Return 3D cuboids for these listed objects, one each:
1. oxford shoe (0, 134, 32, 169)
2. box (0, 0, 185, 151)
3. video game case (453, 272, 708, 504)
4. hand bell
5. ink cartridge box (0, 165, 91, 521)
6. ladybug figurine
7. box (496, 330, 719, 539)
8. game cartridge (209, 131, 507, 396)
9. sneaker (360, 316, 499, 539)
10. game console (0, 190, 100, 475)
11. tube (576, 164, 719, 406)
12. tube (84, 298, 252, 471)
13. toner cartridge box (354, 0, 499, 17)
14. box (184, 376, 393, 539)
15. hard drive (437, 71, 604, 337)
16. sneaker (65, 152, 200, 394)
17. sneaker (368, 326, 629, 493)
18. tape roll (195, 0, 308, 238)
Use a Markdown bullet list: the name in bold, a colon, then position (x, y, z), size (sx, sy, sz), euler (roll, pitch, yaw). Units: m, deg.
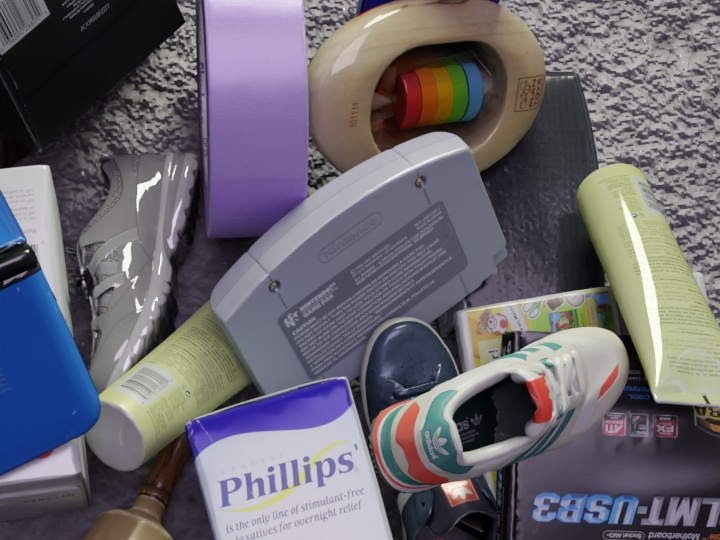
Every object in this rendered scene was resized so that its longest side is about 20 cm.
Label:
- **oxford shoe**: position (-0.221, -0.156, 1.158), size (0.200, 0.071, 0.075), euler (-41, 76, -18)
- **box**: position (-0.248, -0.196, 1.086), size (0.199, 0.125, 0.149), euler (25, 59, 36)
- **video game case**: position (0.167, 0.113, 1.125), size (0.180, 0.023, 0.202), euler (-9, 88, -10)
- **hand bell**: position (-0.136, 0.144, 1.080), size (0.103, 0.104, 0.201), euler (22, 59, 0)
- **ink cartridge box**: position (-0.258, 0.057, 1.045), size (0.145, 0.146, 0.202), euler (-6, 74, -9)
- **ladybug figurine**: position (0.040, -0.126, 1.112), size (0.199, 0.072, 0.137), euler (-7, 114, -33)
- **box**: position (0.190, 0.145, 1.091), size (0.198, 0.050, 0.200), euler (4, 84, -8)
- **game cartridge**: position (0.000, 0.000, 1.071), size (0.199, 0.134, 0.040), euler (-35, 47, -11)
- **sneaker**: position (0.054, 0.129, 1.064), size (0.074, 0.084, 0.202), euler (-16, 95, -14)
- **game console**: position (-0.281, 0.045, 0.960), size (0.199, 0.118, 0.172), euler (-25, 110, -13)
- **tube**: position (0.194, 0.014, 1.068), size (0.058, 0.052, 0.201), euler (-24, 47, 7)
- **tube**: position (-0.105, 0.064, 1.078), size (0.052, 0.058, 0.200), euler (5, 28, 31)
- **toner cartridge box**: position (0.051, -0.205, 1.137), size (0.094, 0.200, 0.044), euler (9, 71, -4)
- **box**: position (-0.029, 0.190, 1.011), size (0.104, 0.184, 0.201), euler (-15, 74, -4)
- **hard drive**: position (0.114, -0.053, 1.180), size (0.134, 0.042, 0.202), euler (0, 73, -7)
- **sneaker**: position (-0.166, 0.007, 1.119), size (0.081, 0.075, 0.201), euler (9, 61, 2)
- **sneaker**: position (0.106, 0.083, 0.992), size (0.199, 0.093, 0.071), euler (-18, 88, -31)
- **tape roll**: position (-0.076, -0.123, 1.096), size (0.065, 0.200, 0.202), euler (-2, 73, -8)
